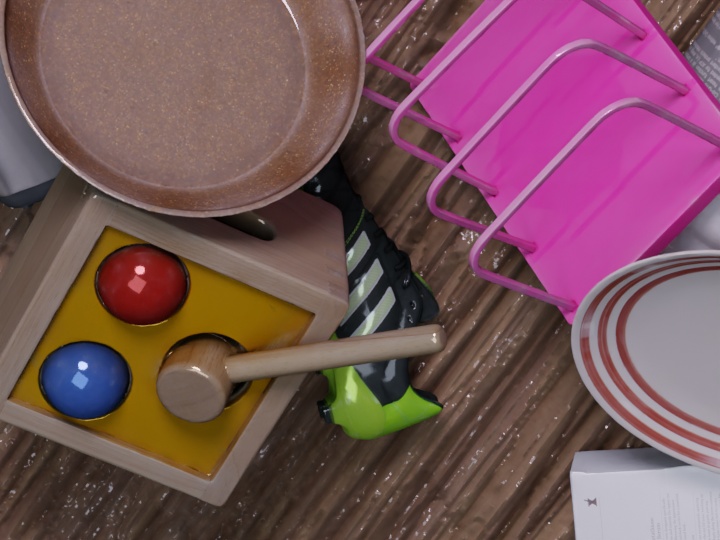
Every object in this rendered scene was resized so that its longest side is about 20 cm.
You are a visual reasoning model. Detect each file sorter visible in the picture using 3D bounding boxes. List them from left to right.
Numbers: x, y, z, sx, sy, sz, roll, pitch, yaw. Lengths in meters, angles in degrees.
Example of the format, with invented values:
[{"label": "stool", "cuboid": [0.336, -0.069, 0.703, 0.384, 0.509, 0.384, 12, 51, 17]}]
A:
[{"label": "file sorter", "cuboid": [0.086, -0.098, 1.352, 0.139, 0.125, 0.200, -46, 53, 20]}]

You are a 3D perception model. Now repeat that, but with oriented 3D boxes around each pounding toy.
[{"label": "pounding toy", "cuboid": [-0.085, 0.029, 1.373, 0.199, 0.142, 0.185, 24, 119, -17]}]

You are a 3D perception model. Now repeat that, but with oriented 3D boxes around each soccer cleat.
[{"label": "soccer cleat", "cuboid": [0.000, 0.000, 1.479, 0.081, 0.068, 0.201, -12, 101, -6]}]

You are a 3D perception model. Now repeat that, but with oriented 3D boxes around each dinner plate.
[{"label": "dinner plate", "cuboid": [0.212, 0.049, 1.343, 0.199, 0.024, 0.201, 14, 145, 10]}]

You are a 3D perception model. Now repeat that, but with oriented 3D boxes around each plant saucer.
[{"label": "plant saucer", "cuboid": [-0.097, -0.118, 1.328, 0.199, 0.037, 0.202, 5, 71, -15]}]

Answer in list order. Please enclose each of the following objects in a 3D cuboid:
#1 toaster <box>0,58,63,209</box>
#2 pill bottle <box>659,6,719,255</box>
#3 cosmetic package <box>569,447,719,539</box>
[{"label": "toaster", "cuboid": [-0.173, -0.127, 1.434, 0.199, 0.114, 0.130, -22, 116, 24]}, {"label": "pill bottle", "cuboid": [0.218, -0.076, 1.395, 0.116, 0.116, 0.200, 37, 105, 0]}, {"label": "cosmetic package", "cuboid": [0.208, 0.205, 1.488, 0.150, 0.052, 0.201, -4, 101, 8]}]
